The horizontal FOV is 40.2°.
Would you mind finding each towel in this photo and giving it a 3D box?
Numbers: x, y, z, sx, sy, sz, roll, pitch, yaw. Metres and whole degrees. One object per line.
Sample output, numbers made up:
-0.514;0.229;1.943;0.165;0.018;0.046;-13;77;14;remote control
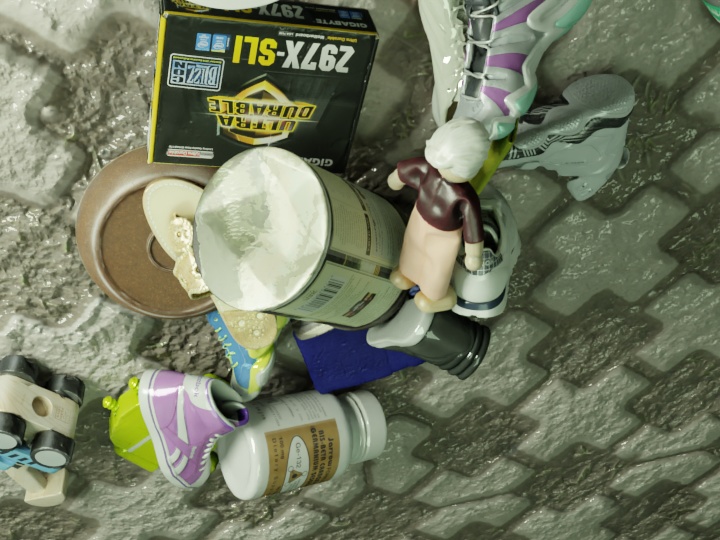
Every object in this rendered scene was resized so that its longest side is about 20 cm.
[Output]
0.105;-0.079;0.949;0.018;0.087;0.201;21;137;-9;towel
0.021;0.067;1.188;0.196;0.050;0.149;-18;132;0;towel

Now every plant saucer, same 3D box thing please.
-0.191;-0.029;1.002;0.196;0.035;0.204;-4;119;-6;plant saucer

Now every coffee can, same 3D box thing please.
-0.047;-0.024;0.952;0.145;0.148;0.199;-34;159;18;coffee can

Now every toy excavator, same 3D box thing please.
-0.402;0.209;1.184;0.199;0.101;0.193;-31;133;33;toy excavator

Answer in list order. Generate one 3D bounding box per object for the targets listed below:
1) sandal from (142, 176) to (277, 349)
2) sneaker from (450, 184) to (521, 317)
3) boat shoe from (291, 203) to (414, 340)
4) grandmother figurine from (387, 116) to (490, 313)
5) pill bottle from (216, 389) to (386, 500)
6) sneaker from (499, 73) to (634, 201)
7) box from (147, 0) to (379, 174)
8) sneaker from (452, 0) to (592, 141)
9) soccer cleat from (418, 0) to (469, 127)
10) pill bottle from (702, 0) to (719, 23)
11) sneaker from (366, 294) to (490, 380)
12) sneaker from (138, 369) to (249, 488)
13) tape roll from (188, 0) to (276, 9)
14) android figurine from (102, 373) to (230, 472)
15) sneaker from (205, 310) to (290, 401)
-0.140;0.006;0.970;0.077;0.070;0.213;-27;120;6;sandal
0.127;-0.041;1.005;0.075;0.201;0.082;-2;126;8;sneaker
0.000;0.000;1.090;0.199;0.074;0.074;-36;178;0;boat shoe
0.071;-0.054;0.874;0.060;0.121;0.202;-41;158;-36;grandmother figurine
-0.070;0.211;1.233;0.197;0.115;0.115;-7;138;-33;pill bottle
0.192;-0.122;1.026;0.197;0.076;0.116;-19;136;3;sneaker
-0.095;-0.170;0.917;0.196;0.050;0.161;2;131;-17;box
0.103;-0.214;0.845;0.139;0.077;0.202;34;84;-31;sneaker
0.094;-0.204;0.915;0.068;0.078;0.202;-12;135;-4;soccer cleat
0.347;-0.289;0.878;0.113;0.114;0.199;-37;131;21;pill bottle
0.072;0.071;1.043;0.098;0.200;0.072;30;84;-13;sneaker
-0.181;0.195;1.154;0.112;0.074;0.202;1;139;10;sneaker
-0.100;-0.310;0.761;0.198;0.071;0.205;-8;135;-8;tape roll
-0.234;0.194;1.241;0.181;0.041;0.199;-36;133;20;android figurine
-0.139;0.061;1.125;0.103;0.076;0.202;16;121;-13;sneaker
